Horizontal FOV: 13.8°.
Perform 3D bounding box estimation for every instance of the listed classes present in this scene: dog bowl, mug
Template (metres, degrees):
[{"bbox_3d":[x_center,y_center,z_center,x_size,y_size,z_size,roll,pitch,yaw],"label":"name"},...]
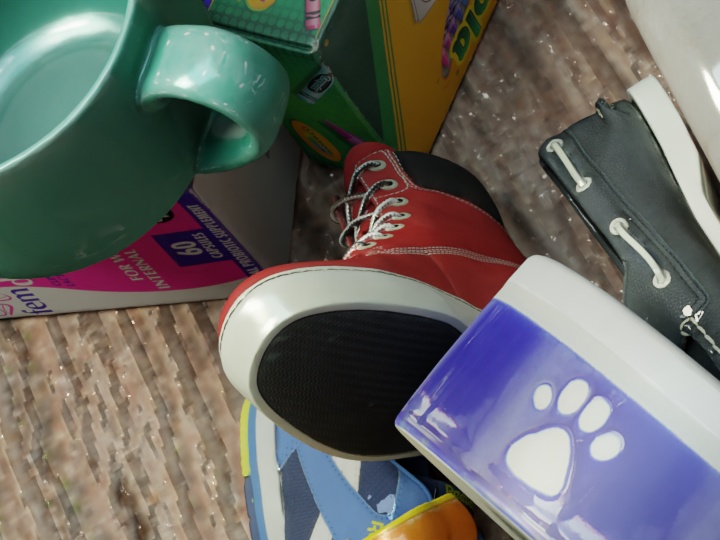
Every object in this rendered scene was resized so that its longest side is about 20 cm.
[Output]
[{"bbox_3d":[0.109,0.089,1.030,0.079,0.200,0.200,-48,56,-3],"label":"dog bowl"},{"bbox_3d":[-0.121,-0.064,1.139,0.152,0.114,0.185,-42,58,0],"label":"mug"}]

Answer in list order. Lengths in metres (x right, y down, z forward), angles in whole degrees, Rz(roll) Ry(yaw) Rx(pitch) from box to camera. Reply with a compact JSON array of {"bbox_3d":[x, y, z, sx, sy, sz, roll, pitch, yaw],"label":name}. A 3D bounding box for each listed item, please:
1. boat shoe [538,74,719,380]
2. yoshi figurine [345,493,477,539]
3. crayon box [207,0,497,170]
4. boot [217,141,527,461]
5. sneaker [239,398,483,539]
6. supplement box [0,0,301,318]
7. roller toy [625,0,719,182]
[{"bbox_3d":[0.126,0.012,1.142,0.060,0.076,0.200,-27,45,5],"label":"boat shoe"},{"bbox_3d":[0.032,0.189,1.033,0.112,0.112,0.201,-27,88,-11],"label":"yoshi figurine"},{"bbox_3d":[0.018,-0.153,1.242,0.058,0.119,0.201,15,72,28],"label":"crayon box"},{"bbox_3d":[0.000,0.000,1.135,0.073,0.199,0.144,-54,52,24],"label":"boot"},{"bbox_3d":[0.007,0.122,1.134,0.082,0.074,0.201,-17,60,12],"label":"sneaker"},{"bbox_3d":[-0.137,-0.046,1.265,0.199,0.101,0.104,-5,64,22],"label":"supplement box"},{"bbox_3d":[0.192,-0.066,1.082,0.139,0.182,0.201,-29,74,7],"label":"roller toy"}]
